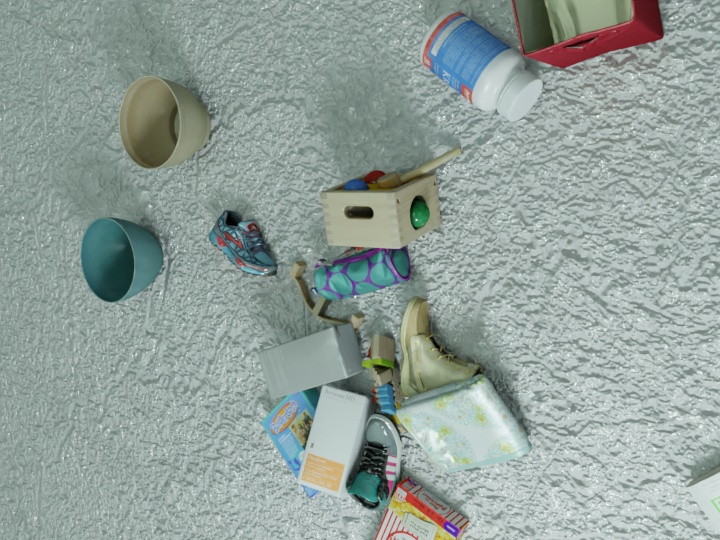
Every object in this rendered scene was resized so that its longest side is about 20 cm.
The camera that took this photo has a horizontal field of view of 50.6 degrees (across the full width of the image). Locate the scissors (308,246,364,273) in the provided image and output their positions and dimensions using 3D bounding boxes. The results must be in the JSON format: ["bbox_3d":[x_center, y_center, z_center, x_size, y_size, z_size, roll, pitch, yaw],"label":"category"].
[{"bbox_3d":[-0.012,-0.040,1.429,0.073,0.200,0.014,-10,105,46],"label":"scissors"}]

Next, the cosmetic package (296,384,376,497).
[{"bbox_3d":[-0.046,0.341,1.524,0.101,0.071,0.201,11,80,23],"label":"cosmetic package"}]

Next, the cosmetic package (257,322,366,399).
[{"bbox_3d":[-0.099,0.183,1.538,0.199,0.090,0.107,-18,85,27],"label":"cosmetic package"}]

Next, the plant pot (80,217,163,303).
[{"bbox_3d":[-0.555,-0.030,1.829,0.199,0.135,0.201,5,99,34],"label":"plant pot"}]

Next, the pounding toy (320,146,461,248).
[{"bbox_3d":[0.062,-0.135,1.384,0.199,0.184,0.143,4,111,34],"label":"pounding toy"}]

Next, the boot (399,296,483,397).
[{"bbox_3d":[0.152,0.154,1.411,0.155,0.073,0.201,9,103,34],"label":"boot"}]

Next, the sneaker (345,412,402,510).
[{"bbox_3d":[0.022,0.385,1.472,0.083,0.121,0.201,8,118,26],"label":"sneaker"}]

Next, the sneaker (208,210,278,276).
[{"bbox_3d":[-0.250,-0.062,1.653,0.200,0.079,0.096,36,113,25],"label":"sneaker"}]

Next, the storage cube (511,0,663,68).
[{"bbox_3d":[0.339,-0.422,1.144,0.170,0.180,0.201,-10,90,35],"label":"storage cube"}]

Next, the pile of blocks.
[{"bbox_3d":[0.038,0.224,1.492,0.062,0.082,0.201,-12,90,34],"label":"pile of blocks"}]

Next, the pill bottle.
[{"bbox_3d":[0.205,-0.342,1.285,0.200,0.112,0.112,44,118,23],"label":"pill bottle"}]

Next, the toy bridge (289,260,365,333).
[{"bbox_3d":[-0.076,0.066,1.582,0.200,0.027,0.067,41,118,23],"label":"toy bridge"}]

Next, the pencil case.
[{"bbox_3d":[0.000,0.000,1.485,0.199,0.085,0.093,-15,127,33],"label":"pencil case"}]

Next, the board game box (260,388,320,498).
[{"bbox_3d":[-0.109,0.361,1.632,0.152,0.045,0.200,-46,71,29],"label":"board game box"}]

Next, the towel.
[{"bbox_3d":[0.184,0.283,1.378,0.200,0.048,0.171,-25,112,34],"label":"towel"}]

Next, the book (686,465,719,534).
[{"bbox_3d":[0.613,0.383,1.149,0.134,0.048,0.200,-44,74,34],"label":"book"}]

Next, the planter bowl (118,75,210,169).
[{"bbox_3d":[-0.422,-0.327,1.700,0.200,0.135,0.201,6,100,33],"label":"planter bowl"}]

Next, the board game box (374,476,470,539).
[{"bbox_3d":[0.111,0.536,1.505,0.151,0.046,0.201,30,112,28],"label":"board game box"}]
